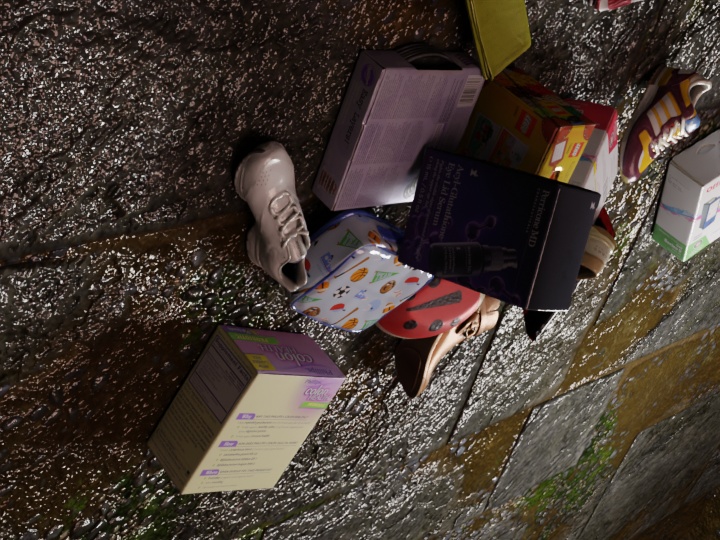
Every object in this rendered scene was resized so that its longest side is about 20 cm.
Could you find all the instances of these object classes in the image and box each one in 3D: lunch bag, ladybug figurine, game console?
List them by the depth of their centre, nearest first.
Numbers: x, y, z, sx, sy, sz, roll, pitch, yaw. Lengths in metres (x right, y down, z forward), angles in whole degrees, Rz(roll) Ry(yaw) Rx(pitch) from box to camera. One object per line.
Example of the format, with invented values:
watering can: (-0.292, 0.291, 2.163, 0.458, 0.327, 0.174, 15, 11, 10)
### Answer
lunch bag: (0.000, 0.000, 1.316, 0.160, 0.076, 0.199, -40, 151, 19)
ladybug figurine: (0.101, 0.033, 1.459, 0.198, 0.072, 0.137, -18, 113, -27)
game console: (0.311, 0.000, 1.558, 0.201, 0.031, 0.177, -56, -172, 19)

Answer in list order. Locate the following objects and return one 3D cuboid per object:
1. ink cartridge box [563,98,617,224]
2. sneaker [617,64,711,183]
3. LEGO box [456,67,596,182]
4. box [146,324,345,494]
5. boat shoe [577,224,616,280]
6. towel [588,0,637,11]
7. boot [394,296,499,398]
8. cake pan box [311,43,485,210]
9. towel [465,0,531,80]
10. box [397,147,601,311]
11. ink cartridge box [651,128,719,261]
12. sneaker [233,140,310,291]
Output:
ink cartridge box: (0.296, -0.119, 1.467, 0.201, 0.085, 0.148, -60, 154, -25)
sneaker: (0.456, -0.216, 1.550, 0.201, 0.089, 0.075, -64, 151, -11)
LEGO box: (0.190, -0.138, 1.335, 0.077, 0.149, 0.201, -10, 134, -41)
box: (-0.149, 0.183, 1.354, 0.175, 0.097, 0.201, 10, 119, -52)
boat shoe: (0.248, -0.013, 1.391, 0.074, 0.199, 0.067, 38, 61, -26)
towel: (0.392, -0.425, 1.369, 0.199, 0.023, 0.145, -21, 139, -33)
boot: (0.140, 0.103, 1.600, 0.154, 0.074, 0.201, -14, 133, -33)
cake pan box: (0.049, -0.171, 1.237, 0.183, 0.052, 0.201, -13, 135, -43)
towel: (0.155, -0.321, 1.180, 0.086, 0.018, 0.201, -39, 135, -20)
box: (0.162, -0.050, 1.229, 0.104, 0.199, 0.150, 4, 102, -50)
ink cartridge box: (0.619, -0.136, 1.870, 0.145, 0.087, 0.201, -30, 142, -21)
sneaker: (-0.088, -0.061, 1.169, 0.074, 0.087, 0.201, -30, 143, -19)
